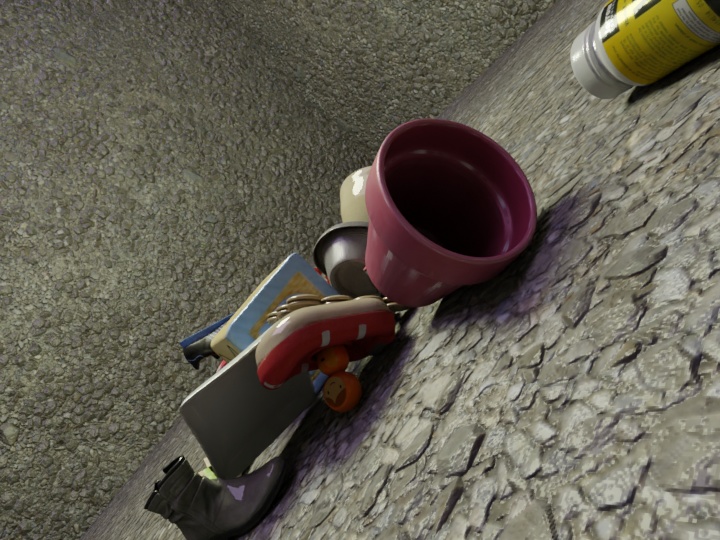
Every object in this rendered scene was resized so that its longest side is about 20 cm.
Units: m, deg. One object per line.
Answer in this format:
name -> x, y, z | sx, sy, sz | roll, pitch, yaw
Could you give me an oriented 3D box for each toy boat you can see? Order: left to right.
toy boat -> -0.038, 0.123, 0.684 | 0.197, 0.133, 0.131 | -8, -27, -27

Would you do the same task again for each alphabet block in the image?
alphabet block -> -0.141, 0.119, 0.964 | 0.197, 0.195, 0.199 | -50, 10, -26

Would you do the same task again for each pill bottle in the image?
pill bottle -> 0.346, -0.286, 0.585 | 0.115, 0.114, 0.200 | -51, 9, -21

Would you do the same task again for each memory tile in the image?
memory tile -> -0.034, 0.061, 0.789 | 0.153, 0.197, 0.017 | 146, 124, -60

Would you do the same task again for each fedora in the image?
fedora -> 0.000, 0.000, 0.959 | 0.174, 0.201, 0.092 | -13, 53, 11

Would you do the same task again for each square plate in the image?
square plate -> -0.155, 0.186, 0.748 | 0.199, 0.028, 0.201 | -40, -41, -32

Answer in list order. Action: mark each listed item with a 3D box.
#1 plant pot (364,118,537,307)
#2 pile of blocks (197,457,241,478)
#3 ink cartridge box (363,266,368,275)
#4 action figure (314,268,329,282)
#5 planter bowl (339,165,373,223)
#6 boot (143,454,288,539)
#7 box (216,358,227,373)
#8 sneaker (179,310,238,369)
plant pot -> 0.089, -0.051, 0.641 | 0.201, 0.198, 0.180 | -53, -6, -34
pile of blocks -> -0.228, 0.348, 0.886 | 0.200, 0.081, 0.063 | -45, -40, -55
ink cartridge box -> 0.112, -0.064, 0.867 | 0.201, 0.083, 0.145 | -54, 10, -32
action figure -> -0.144, 0.097, 1.281 | 0.098, 0.065, 0.203 | -2, -62, -54
planter bowl -> 0.048, -0.102, 1.082 | 0.200, 0.198, 0.137 | -37, 40, 50
boot -> -0.198, 0.292, 0.684 | 0.200, 0.130, 0.068 | -45, 9, 17
box -> -0.261, 0.208, 1.204 | 0.100, 0.095, 0.200 | -48, 9, -4
sneaker -> -0.314, 0.153, 1.192 | 0.198, 0.079, 0.070 | -28, 2, -11
